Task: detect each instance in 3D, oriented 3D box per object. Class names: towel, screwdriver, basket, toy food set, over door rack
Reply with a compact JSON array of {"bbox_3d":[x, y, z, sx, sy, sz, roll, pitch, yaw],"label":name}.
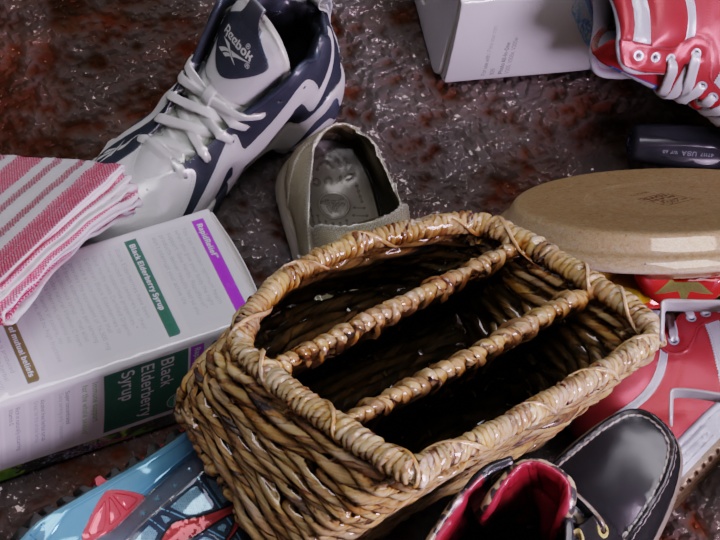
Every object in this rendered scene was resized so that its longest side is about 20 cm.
[{"bbox_3d":[-0.234,-0.018,1.256,0.200,0.030,0.146,5,31,27],"label":"towel"},{"bbox_3d":[0.258,-0.074,1.424,0.200,0.028,0.029,0,85,-10],"label":"screwdriver"},{"bbox_3d":[0.025,0.039,1.169,0.200,0.149,0.143,-24,78,-37],"label":"basket"},{"bbox_3d":[0.169,-0.018,1.295,0.198,0.049,0.200,8,18,34],"label":"toy food set"},{"bbox_3d":[0.192,0.123,1.120,0.066,0.148,0.200,-11,66,4],"label":"over door rack"}]

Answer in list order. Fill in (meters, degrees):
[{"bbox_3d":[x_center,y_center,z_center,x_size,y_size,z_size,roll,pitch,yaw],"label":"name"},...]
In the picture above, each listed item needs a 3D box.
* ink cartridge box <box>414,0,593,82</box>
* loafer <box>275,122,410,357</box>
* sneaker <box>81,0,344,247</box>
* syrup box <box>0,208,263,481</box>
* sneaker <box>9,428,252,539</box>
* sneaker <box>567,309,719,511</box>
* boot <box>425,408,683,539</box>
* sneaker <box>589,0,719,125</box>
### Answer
[{"bbox_3d":[0.133,-0.203,1.457,0.200,0.088,0.146,-7,58,-10],"label":"ink cartridge box"},{"bbox_3d":[0.000,0.000,1.311,0.076,0.068,0.200,-14,59,-17],"label":"loafer"},{"bbox_3d":[-0.085,-0.096,1.327,0.199,0.130,0.080,-30,64,-24],"label":"sneaker"},{"bbox_3d":[-0.156,0.045,1.252,0.200,0.079,0.082,-17,59,-18],"label":"syrup box"},{"bbox_3d":[-0.086,0.137,1.216,0.200,0.079,0.096,-31,79,-18],"label":"sneaker"},{"bbox_3d":[0.189,0.037,1.311,0.112,0.071,0.200,41,62,15],"label":"sneaker"},{"bbox_3d":[0.092,0.130,1.166,0.200,0.151,0.073,-43,71,-14],"label":"boot"},{"bbox_3d":[0.204,-0.104,1.364,0.112,0.071,0.200,-27,94,-8],"label":"sneaker"}]
